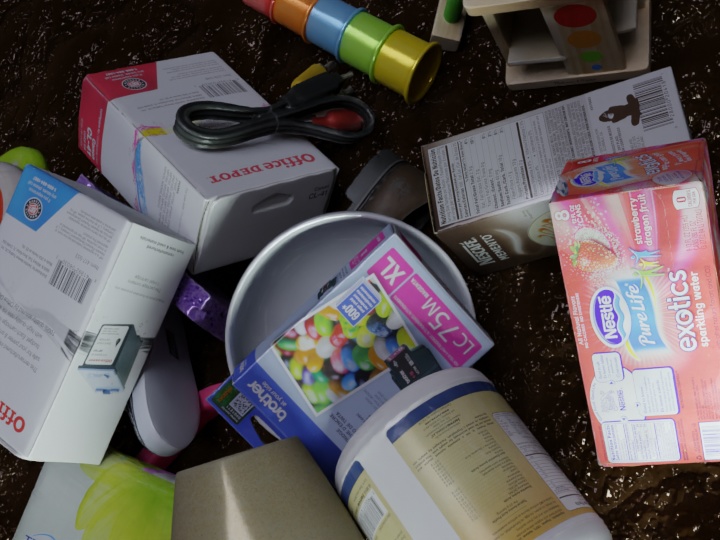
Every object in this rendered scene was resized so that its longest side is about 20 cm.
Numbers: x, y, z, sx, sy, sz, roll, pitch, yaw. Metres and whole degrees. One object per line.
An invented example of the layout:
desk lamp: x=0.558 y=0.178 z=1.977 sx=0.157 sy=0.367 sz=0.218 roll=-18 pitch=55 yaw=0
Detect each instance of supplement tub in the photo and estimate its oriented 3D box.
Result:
supplement tub: x=0.087 y=0.186 z=0.769 sx=0.144 sy=0.144 sz=0.201 roll=-41 pitch=61 yaw=6

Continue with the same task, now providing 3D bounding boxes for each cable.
cable: x=-0.067 y=-0.127 z=0.947 sx=0.199 sy=0.050 sz=0.097 roll=-28 pitch=70 yaw=-32

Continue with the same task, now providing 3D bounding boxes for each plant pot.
plant pot: x=-0.060 y=0.228 z=0.768 sx=0.185 sy=0.187 sz=0.203 roll=-18 pitch=82 yaw=17

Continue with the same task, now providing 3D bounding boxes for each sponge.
sponge: x=-0.175 y=-0.005 z=0.975 sx=0.200 sy=0.112 sz=0.030 roll=40 pitch=89 yaw=30

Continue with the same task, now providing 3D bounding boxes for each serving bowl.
serving bowl: x=-0.009 y=0.047 z=0.869 sx=0.197 sy=0.066 sz=0.203 roll=-1 pitch=104 yaw=-5

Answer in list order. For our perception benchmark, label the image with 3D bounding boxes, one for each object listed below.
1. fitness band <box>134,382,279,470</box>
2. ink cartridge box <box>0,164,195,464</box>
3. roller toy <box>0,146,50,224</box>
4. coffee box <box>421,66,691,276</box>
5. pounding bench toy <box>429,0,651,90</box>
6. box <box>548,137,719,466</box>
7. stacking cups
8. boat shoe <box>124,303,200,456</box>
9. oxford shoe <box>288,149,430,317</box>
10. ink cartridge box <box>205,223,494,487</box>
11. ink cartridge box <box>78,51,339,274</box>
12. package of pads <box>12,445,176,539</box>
fitness band: x=-0.134 y=0.190 z=0.930 sx=0.200 sy=0.037 sz=0.144 roll=-47 pitch=60 yaw=1
ink cartridge box: x=-0.245 y=0.036 z=0.888 sx=0.146 sy=0.086 sz=0.202 roll=26 pitch=94 yaw=35
roller toy: x=-0.338 y=0.005 z=1.030 sx=0.200 sy=0.140 sz=0.183 roll=-40 pitch=50 yaw=11
coffee box: x=0.161 y=-0.072 z=0.846 sx=0.198 sy=0.114 sz=0.081 roll=-16 pitch=66 yaw=20
pounding bench toy: x=0.130 y=-0.242 z=0.895 sx=0.197 sy=0.156 sz=0.126 roll=-2 pitch=71 yaw=24
box: x=0.200 y=0.024 z=0.746 sx=0.101 sy=0.095 sz=0.202 roll=-8 pitch=110 yaw=22
stacking cups: x=-0.023 y=-0.219 z=0.993 sx=0.199 sy=0.061 sz=0.061 roll=29 pitch=85 yaw=20
boat shoe: x=-0.191 y=0.093 z=0.947 sx=0.067 sy=0.072 sz=0.201 roll=-35 pitch=40 yaw=13
oxford shoe: x=0.000 y=0.000 z=0.919 sx=0.084 sy=0.073 sz=0.201 roll=33 pitch=91 yaw=21
ink cartridge box: x=-0.010 y=0.077 z=0.824 sx=0.200 sy=0.042 sz=0.119 roll=-42 pitch=103 yaw=8
ink cartridge box: x=-0.140 y=-0.102 z=0.968 sx=0.200 sy=0.146 sz=0.086 roll=46 pitch=135 yaw=29
package of pads: x=-0.197 y=0.233 z=0.885 sx=0.198 sy=0.068 sz=0.156 roll=14 pitch=77 yaw=30
